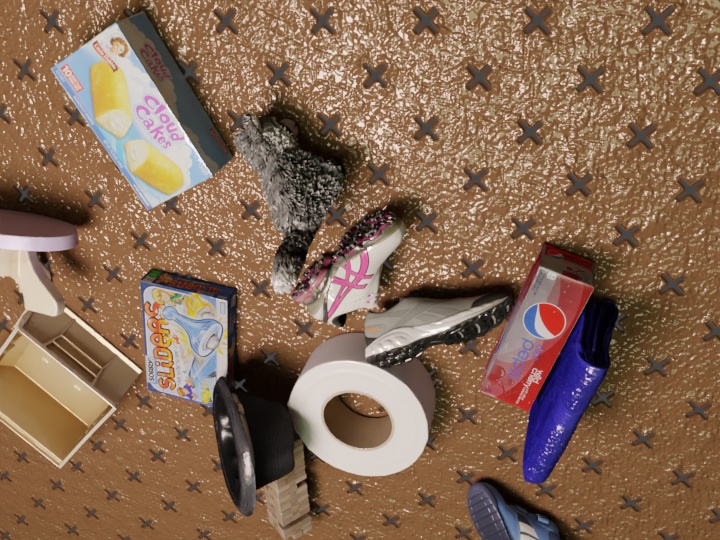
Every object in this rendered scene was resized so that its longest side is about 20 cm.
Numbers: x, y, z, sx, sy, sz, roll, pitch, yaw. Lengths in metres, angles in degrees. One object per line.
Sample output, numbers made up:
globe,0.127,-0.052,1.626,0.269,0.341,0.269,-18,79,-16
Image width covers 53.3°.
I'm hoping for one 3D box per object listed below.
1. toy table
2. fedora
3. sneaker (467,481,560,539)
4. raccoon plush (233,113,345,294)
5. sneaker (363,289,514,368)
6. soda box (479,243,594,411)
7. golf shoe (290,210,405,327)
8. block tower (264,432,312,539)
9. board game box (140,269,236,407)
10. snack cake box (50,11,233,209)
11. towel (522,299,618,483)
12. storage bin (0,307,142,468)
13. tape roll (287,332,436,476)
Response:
toy table,-0.489,-0.012,0.989,0.198,0.184,0.118,15,107,22
fedora,-0.144,0.236,1.000,0.091,0.201,0.202,-7,123,-21
sneaker,0.236,0.386,1.052,0.200,0.082,0.074,51,146,6
raccoon plush,-0.100,-0.091,0.815,0.133,0.201,0.097,28,137,-16
sneaker,0.094,0.056,0.902,0.198,0.080,0.074,-18,153,9
soda box,0.215,0.073,0.879,0.069,0.064,0.201,21,123,6
golf shoe,0.000,0.000,0.903,0.092,0.073,0.200,38,132,-13
block tower,-0.118,0.330,1.119,0.058,0.054,0.202,30,133,47
board game box,-0.251,0.105,1.055,0.134,0.035,0.202,12,121,10
snack cake box,-0.261,-0.190,0.873,0.114,0.067,0.201,-21,111,27
towel,0.245,0.143,0.862,0.049,0.148,0.201,23,124,13
storage bin,-0.483,0.174,1.130,0.198,0.094,0.200,42,122,-9
tape roll,0.003,0.189,1.006,0.200,0.071,0.204,8,121,13
